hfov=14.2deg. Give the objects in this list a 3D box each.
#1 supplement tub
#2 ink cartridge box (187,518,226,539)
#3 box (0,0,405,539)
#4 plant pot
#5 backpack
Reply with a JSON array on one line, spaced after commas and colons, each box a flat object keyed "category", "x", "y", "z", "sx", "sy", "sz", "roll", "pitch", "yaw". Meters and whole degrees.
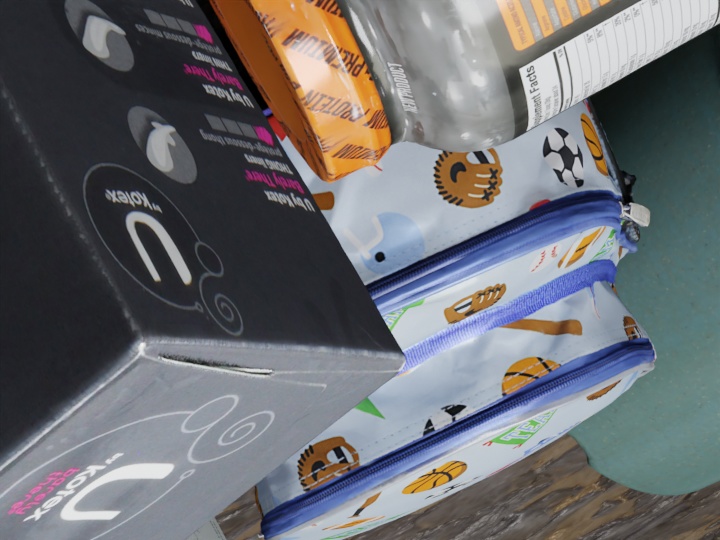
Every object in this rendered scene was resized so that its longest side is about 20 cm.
[{"category": "supplement tub", "x": 0.054, "y": -0.112, "z": 0.761, "sx": 0.199, "sy": 0.123, "sz": 0.123, "roll": -28, "pitch": 161, "yaw": -6}, {"category": "ink cartridge box", "x": -0.139, "y": 0.100, "z": 0.958, "sx": 0.145, "sy": 0.145, "sz": 0.200, "roll": -32, "pitch": 160, "yaw": 6}, {"category": "box", "x": -0.103, "y": -0.030, "z": 0.609, "sx": 0.122, "sy": 0.200, "sz": 0.106, "roll": -39, "pitch": 160, "yaw": 21}, {"category": "plant pot", "x": 0.154, "y": -0.024, "z": 1.047, "sx": 0.196, "sy": 0.201, "sz": 0.200, "roll": -36, "pitch": 162, "yaw": 36}, {"category": "backpack", "x": 0.000, "y": 0.000, "z": 0.894, "sx": 0.200, "sy": 0.154, "sz": 0.190, "roll": -32, "pitch": 165, "yaw": 4}]
